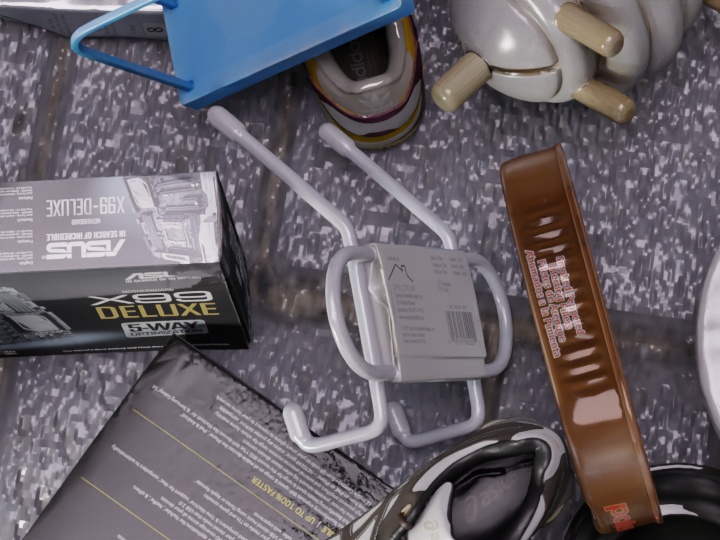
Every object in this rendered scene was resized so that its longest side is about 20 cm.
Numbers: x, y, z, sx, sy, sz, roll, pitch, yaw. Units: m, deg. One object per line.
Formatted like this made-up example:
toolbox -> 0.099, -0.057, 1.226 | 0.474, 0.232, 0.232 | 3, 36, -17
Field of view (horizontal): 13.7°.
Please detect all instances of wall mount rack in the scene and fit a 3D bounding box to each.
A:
wall mount rack -> 0.000, 0.000, 1.465 | 0.074, 0.200, 0.174 | -14, 82, 25

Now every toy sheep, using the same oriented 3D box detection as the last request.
toy sheep -> 0.112, -0.146, 1.518 | 0.200, 0.138, 0.138 | -38, 75, -24

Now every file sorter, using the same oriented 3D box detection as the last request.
file sorter -> -0.081, -0.205, 1.474 | 0.139, 0.123, 0.200 | -22, 70, 30

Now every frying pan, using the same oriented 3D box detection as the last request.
frying pan -> 0.165, 0.175, 1.448 | 0.115, 0.031, 0.190 | -16, 53, -4

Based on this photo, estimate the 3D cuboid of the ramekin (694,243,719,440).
ramekin -> 0.262, 0.044, 1.475 | 0.202, 0.094, 0.203 | -1, 74, 2

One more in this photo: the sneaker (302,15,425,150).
sneaker -> -0.014, -0.166, 1.550 | 0.075, 0.090, 0.200 | -21, 75, -3

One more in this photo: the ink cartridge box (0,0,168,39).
ink cartridge box -> -0.172, -0.207, 1.598 | 0.199, 0.050, 0.163 | 2, 75, 9

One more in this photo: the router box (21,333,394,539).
router box -> -0.056, 0.149, 1.484 | 0.200, 0.051, 0.149 | 35, 79, 10

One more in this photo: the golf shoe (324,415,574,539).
golf shoe -> 0.018, 0.140, 1.409 | 0.078, 0.094, 0.200 | 43, 82, 6

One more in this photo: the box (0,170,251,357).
box -> -0.159, 0.000, 1.478 | 0.199, 0.158, 0.050 | -3, 74, 2

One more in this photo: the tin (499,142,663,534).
tin -> 0.108, 0.034, 1.472 | 0.042, 0.112, 0.200 | -17, 64, 8
